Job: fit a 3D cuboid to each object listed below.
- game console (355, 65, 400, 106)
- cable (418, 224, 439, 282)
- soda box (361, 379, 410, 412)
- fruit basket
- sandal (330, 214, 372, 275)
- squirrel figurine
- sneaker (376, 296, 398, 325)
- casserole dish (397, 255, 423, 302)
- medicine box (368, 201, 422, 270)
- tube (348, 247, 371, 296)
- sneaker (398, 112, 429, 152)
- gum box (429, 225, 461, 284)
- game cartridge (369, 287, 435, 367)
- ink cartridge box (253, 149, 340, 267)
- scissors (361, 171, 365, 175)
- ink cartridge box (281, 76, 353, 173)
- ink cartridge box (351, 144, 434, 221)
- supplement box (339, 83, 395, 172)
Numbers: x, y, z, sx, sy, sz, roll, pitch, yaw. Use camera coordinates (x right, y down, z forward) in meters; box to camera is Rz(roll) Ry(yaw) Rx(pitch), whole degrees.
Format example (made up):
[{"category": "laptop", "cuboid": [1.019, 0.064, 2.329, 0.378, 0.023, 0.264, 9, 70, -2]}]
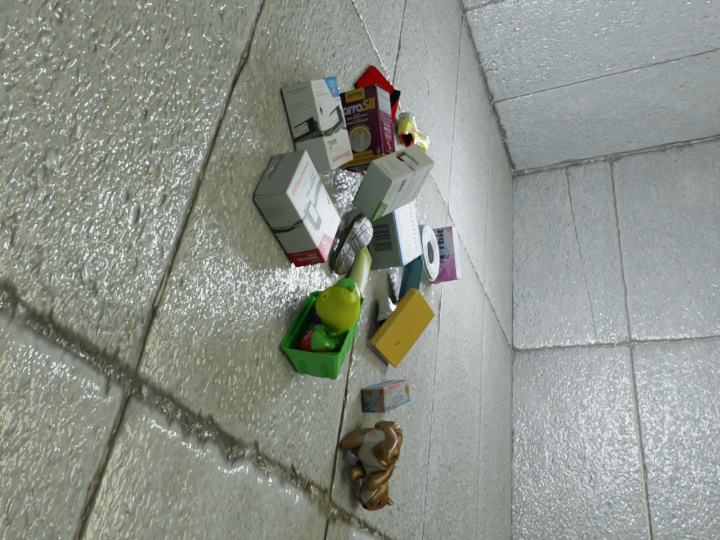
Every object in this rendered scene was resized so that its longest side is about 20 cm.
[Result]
[{"category": "game console", "cuboid": [0.045, -0.510, 1.849, 0.201, 0.116, 0.175, -63, 170, -51]}, {"category": "cable", "cuboid": [0.218, -0.061, 2.058, 0.200, 0.068, 0.204, 48, 42, -52]}, {"category": "soda box", "cuboid": [0.073, 0.343, 1.635, 0.199, 0.067, 0.065, 8, 77, -65]}, {"category": "fruit basket", "cuboid": [-0.069, 0.101, 1.270, 0.215, 0.152, 0.221, 6, 90, -74]}, {"category": "sandal", "cuboid": [-0.031, -0.069, 1.535, 0.082, 0.054, 0.202, 55, 50, -36]}, {"category": "squirrel figurine", "cuboid": [0.049, 0.484, 1.473, 0.199, 0.138, 0.191, -31, 118, -61]}, {"category": "sneaker", "cuboid": [0.107, 0.137, 1.767, 0.200, 0.074, 0.083, 39, 40, -58]}, {"category": "casserole dish", "cuboid": [0.150, 0.050, 1.834, 0.121, 0.038, 0.205, -169, -91, -81]}, {"category": "medicine box", "cuboid": [0.098, -0.116, 1.764, 0.199, 0.101, 0.187, -29, 110, -63]}, {"category": "tube", "cuboid": [0.000, 0.000, 1.587, 0.202, 0.051, 0.059, -73, -173, -50]}, {"category": "sneaker", "cuboid": [0.177, -0.457, 2.077, 0.200, 0.077, 0.092, 40, 57, -50]}, {"category": "gum box", "cuboid": [0.304, -0.053, 2.194, 0.066, 0.111, 0.205, 8, 76, -64]}, {"category": "game cartridge", "cuboid": [0.123, 0.163, 1.702, 0.201, 0.032, 0.177, -52, 144, -10]}, {"category": "ink cartridge box", "cuboid": [-0.130, -0.132, 1.280, 0.147, 0.082, 0.202, -73, 147, -41]}, {"category": "scissors", "cuboid": [0.039, -0.290, 1.789, 0.200, 0.014, 0.075, 37, 48, -60]}, {"category": "ink cartridge box", "cuboid": [-0.097, -0.341, 1.407, 0.145, 0.082, 0.205, -43, 123, -60]}, {"category": "ink cartridge box", "cuboid": [0.089, -0.235, 1.581, 0.084, 0.146, 0.199, 45, 45, 16]}, {"category": "supplement box", "cuboid": [0.015, -0.380, 1.613, 0.103, 0.128, 0.205, -5, 88, -65]}]
